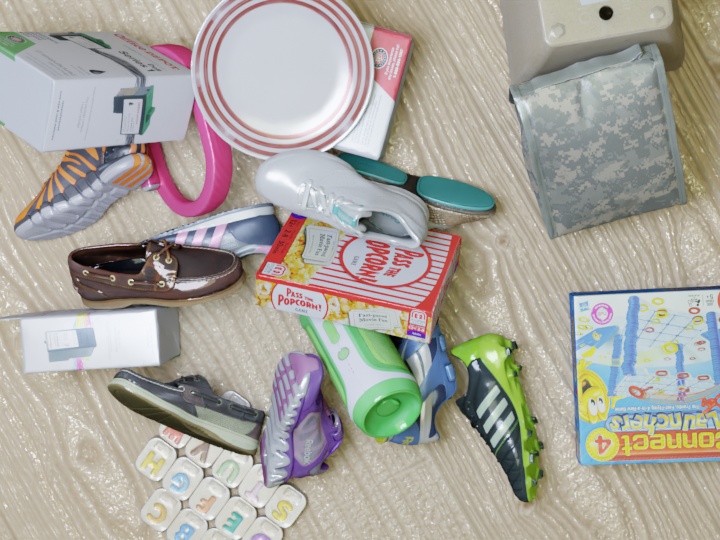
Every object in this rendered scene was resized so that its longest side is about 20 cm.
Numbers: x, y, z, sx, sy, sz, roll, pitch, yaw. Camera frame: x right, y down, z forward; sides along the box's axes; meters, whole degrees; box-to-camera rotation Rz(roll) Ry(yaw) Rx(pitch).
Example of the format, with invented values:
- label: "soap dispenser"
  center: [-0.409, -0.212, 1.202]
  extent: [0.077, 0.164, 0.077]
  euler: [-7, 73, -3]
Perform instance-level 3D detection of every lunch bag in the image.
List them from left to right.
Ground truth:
- label: "lunch bag"
  center: [0.255, -0.153, 1.459]
  extent: [0.164, 0.118, 0.200]
  euler: [-15, 134, 5]

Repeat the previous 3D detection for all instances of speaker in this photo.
- label: "speaker"
  center: [-0.003, 0.092, 1.498]
  extent: [0.088, 0.088, 0.200]
  euler: [-36, 47, 6]

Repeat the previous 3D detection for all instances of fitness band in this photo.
- label: "fitness band"
  center: [-0.212, -0.159, 1.535]
  extent: [0.144, 0.037, 0.200]
  euler: [-15, 92, 46]

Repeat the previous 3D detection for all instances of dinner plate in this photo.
- label: "dinner plate"
  center: [-0.085, -0.219, 1.468]
  extent: [0.200, 0.024, 0.201]
  euler: [-1, 109, -4]

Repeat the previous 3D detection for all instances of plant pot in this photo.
- label: "plant pot"
  center: [0.253, -0.312, 1.460]
  extent: [0.199, 0.177, 0.200]
  euler: [-9, 92, 5]

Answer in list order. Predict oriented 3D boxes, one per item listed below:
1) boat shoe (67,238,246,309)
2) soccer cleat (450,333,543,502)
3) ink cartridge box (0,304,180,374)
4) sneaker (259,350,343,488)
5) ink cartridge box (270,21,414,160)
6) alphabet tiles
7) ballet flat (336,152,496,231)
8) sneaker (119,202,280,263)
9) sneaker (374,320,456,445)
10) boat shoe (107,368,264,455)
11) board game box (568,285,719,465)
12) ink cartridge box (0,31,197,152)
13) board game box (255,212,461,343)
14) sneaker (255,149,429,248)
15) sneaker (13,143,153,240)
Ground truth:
- label: "boat shoe"
  center: [-0.232, -0.001, 1.509]
  extent: [0.200, 0.070, 0.070]
  euler: [-7, 127, 8]
- label: "soccer cleat"
  center: [0.159, 0.173, 1.559]
  extent: [0.081, 0.068, 0.200]
  euler: [-13, 91, 23]
- label: "ink cartridge box"
  center: [-0.320, 0.079, 1.559]
  extent: [0.200, 0.117, 0.067]
  euler: [-3, 92, 5]
- label: "sneaker"
  center: [-0.059, 0.169, 1.531]
  extent: [0.088, 0.081, 0.200]
  euler: [3, 132, -13]
- label: "ink cartridge box"
  center: [-0.053, -0.221, 1.536]
  extent: [0.200, 0.084, 0.145]
  euler: [16, 95, 3]
- label: "alphabet tiles"
  center: [-0.167, 0.253, 1.609]
  extent: [0.200, 0.015, 0.196]
  euler: [37, 96, 1]
- label: "ballet flat"
  center: [0.057, -0.081, 1.555]
  extent: [0.200, 0.071, 0.065]
  euler: [18, 122, 6]
- label: "sneaker"
  center: [-0.187, -0.016, 1.567]
  extent: [0.200, 0.070, 0.082]
  euler: [-17, 90, 7]
- label: "sneaker"
  center: [0.071, 0.108, 1.554]
  extent: [0.082, 0.074, 0.200]
  euler: [14, 88, -13]
- label: "boat shoe"
  center: [-0.197, 0.152, 1.546]
  extent: [0.201, 0.072, 0.066]
  euler: [30, 68, -28]
- label: "board game box"
  center: [0.344, 0.119, 1.538]
  extent: [0.200, 0.056, 0.196]
  euler: [-3, 93, 5]
- label: "ink cartridge box"
  center: [-0.298, -0.197, 1.447]
  extent: [0.146, 0.200, 0.084]
  euler: [32, 118, 32]
- label: "board game box"
  center: [0.000, 0.000, 1.503]
  extent: [0.200, 0.152, 0.046]
  euler: [12, 127, 10]
- label: "sneaker"
  center: [-0.020, -0.073, 1.465]
  extent: [0.200, 0.089, 0.075]
  euler: [16, 115, -4]
- label: "sneaker"
  center: [-0.335, -0.120, 1.578]
  extent: [0.200, 0.078, 0.112]
  euler: [-30, 70, 18]
